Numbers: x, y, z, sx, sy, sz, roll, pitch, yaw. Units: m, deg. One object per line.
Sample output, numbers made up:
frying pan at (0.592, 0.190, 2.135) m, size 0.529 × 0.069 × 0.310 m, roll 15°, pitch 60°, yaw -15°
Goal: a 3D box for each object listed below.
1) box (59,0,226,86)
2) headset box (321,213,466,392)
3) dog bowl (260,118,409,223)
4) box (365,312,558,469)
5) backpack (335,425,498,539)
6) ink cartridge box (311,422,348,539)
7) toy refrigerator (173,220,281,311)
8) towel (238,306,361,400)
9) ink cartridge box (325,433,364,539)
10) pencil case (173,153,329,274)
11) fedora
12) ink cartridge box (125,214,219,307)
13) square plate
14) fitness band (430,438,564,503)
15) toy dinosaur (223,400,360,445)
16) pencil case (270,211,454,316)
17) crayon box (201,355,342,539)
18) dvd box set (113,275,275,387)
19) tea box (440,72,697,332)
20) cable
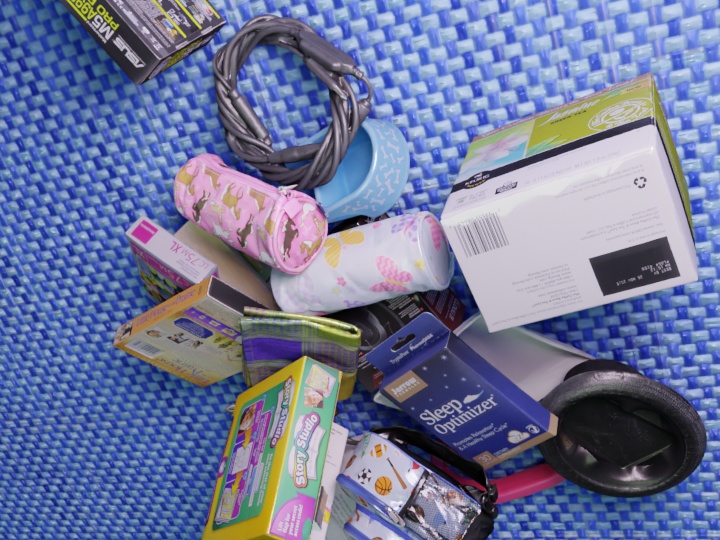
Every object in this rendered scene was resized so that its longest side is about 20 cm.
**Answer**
box at (-0.248, -0.301, 0.846) m, size 0.044 × 0.161 × 0.200 m, roll -35°, pitch 104°, yaw 30°
headset box at (0.020, 0.040, 0.996) m, size 0.148 × 0.078 × 0.200 m, roll -36°, pitch 103°, yaw 32°
dog bowl at (-0.038, -0.098, 0.915) m, size 0.198 × 0.049 × 0.113 m, roll -25°, pitch 67°, yaw 32°
box at (0.106, 0.139, 0.913) m, size 0.199 × 0.033 × 0.121 m, roll 39°, pitch 132°, yaw -13°
backpack at (0.060, 0.284, 0.996) m, size 0.190 × 0.154 × 0.201 m, roll 38°, pitch 163°, yaw 20°
ink cartridge box at (-0.103, 0.296, 1.044) m, size 0.083 × 0.203 × 0.144 m, roll 29°, pitch 144°, yaw -22°
toy refrigerator at (-0.136, 0.001, 1.031) m, size 0.070 × 0.076 × 0.201 m, roll -35°, pitch 102°, yaw 32°
towel at (-0.071, 0.104, 0.964) m, size 0.141 × 0.023 × 0.201 m, roll 9°, pitch 150°, yaw -2°
ink cartridge box at (-0.024, 0.328, 1.172) m, size 0.198 × 0.085 × 0.147 m, roll -23°, pitch 109°, yaw 28°
pencil case at (-0.124, -0.066, 0.893) m, size 0.198 × 0.082 × 0.088 m, roll 24°, pitch 90°, yaw 41°
fedora at (0.298, 0.169, 0.958) m, size 0.196 × 0.092 × 0.203 m, roll 6°, pitch 126°, yaw 8°
ink cartridge box at (-0.224, 0.028, 1.037) m, size 0.118 × 0.042 × 0.201 m, roll 33°, pitch 154°, yaw 17°
square plate at (0.146, 0.122, 0.982) m, size 0.196 × 0.029 × 0.200 m, roll 21°, pitch 132°, yaw -33°
fitness band at (0.182, 0.243, 1.057) m, size 0.198 × 0.038 × 0.143 m, roll -28°, pitch 123°, yaw 32°
toy dinosaur at (-0.081, 0.187, 1.131) m, size 0.197 × 0.078 × 0.103 m, roll 20°, pitch 144°, yaw -7°
pencil case at (0.000, 0.000, 0.887) m, size 0.197 × 0.084 × 0.091 m, roll -15°, pitch 131°, yaw 26°
crayon box at (-0.103, 0.221, 0.942) m, size 0.058 × 0.203 × 0.172 m, roll 27°, pitch 144°, yaw -25°
dvd box set at (-0.186, 0.081, 1.000) m, size 0.198 × 0.030 × 0.145 m, roll -25°, pitch 135°, yaw 39°
tea box at (0.204, -0.068, 0.795) m, size 0.197 × 0.197 × 0.135 m, roll -17°, pitch 113°, yaw 26°
cable at (-0.084, -0.182, 0.892) m, size 0.199 × 0.051 × 0.165 m, roll 35°, pitch 115°, yaw 19°
